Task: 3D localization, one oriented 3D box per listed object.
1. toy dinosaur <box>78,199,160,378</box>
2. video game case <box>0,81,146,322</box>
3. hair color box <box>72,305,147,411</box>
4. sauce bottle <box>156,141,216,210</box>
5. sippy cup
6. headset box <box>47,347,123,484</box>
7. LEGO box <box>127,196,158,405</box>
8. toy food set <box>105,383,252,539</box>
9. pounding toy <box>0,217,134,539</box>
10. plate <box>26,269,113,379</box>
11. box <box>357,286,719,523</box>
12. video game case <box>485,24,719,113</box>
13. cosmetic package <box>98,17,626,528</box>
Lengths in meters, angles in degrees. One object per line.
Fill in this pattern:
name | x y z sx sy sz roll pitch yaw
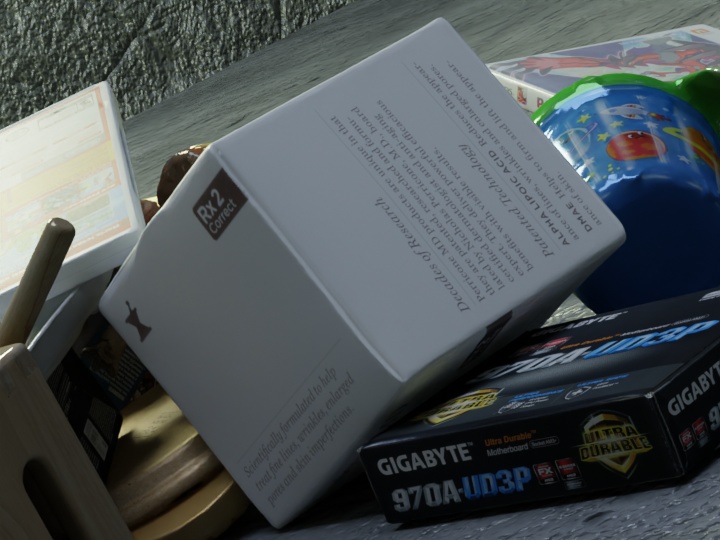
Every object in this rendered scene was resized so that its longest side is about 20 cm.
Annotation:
toy dinosaur | -0.159 -0.015 1.786 0.199 0.086 0.136 4 41 20
video game case | -0.196 -0.033 1.713 0.142 0.018 0.200 -25 29 3
hair color box | -0.189 0.051 1.855 0.100 0.060 0.201 22 77 41
sauce bottle | -0.029 -0.053 1.795 0.199 0.066 0.066 -9 -2 -41
sippy cup | 0.157 -0.031 1.717 0.139 0.179 0.130 5 20 -6
headset box | -0.240 0.133 1.697 0.199 0.075 0.149 -33 14 12
LEGO box | -0.160 0.038 1.982 0.200 0.077 0.150 -8 56 57
toy food set | -0.104 0.106 1.728 0.200 0.049 0.198 -22 19 46
pounding toy | -0.199 0.109 1.480 0.183 0.201 0.142 -15 19 37
plate | -0.234 0.074 1.650 0.199 0.032 0.200 -27 15 27
box | 0.120 0.064 1.499 0.199 0.046 0.159 -14 13 44
video game case | 0.210 -0.127 2.029 0.199 0.023 0.182 -13 22 -30
cosmetic package | 0.000 0.000 1.624 0.200 0.165 0.165 -32 -13 -40
